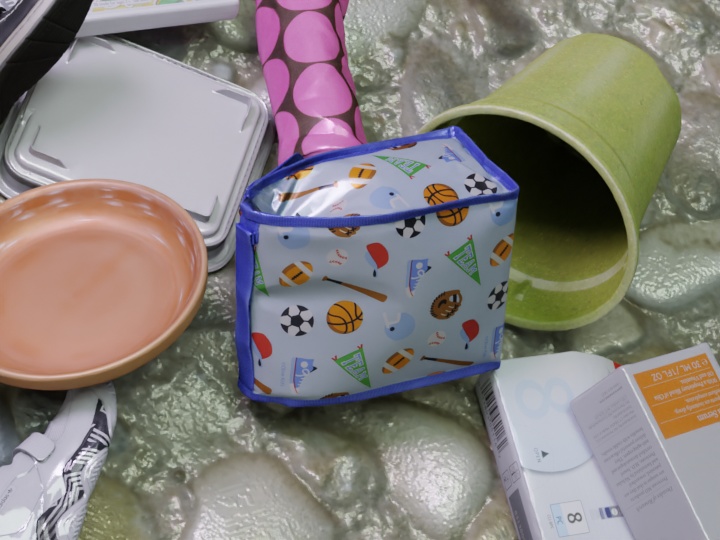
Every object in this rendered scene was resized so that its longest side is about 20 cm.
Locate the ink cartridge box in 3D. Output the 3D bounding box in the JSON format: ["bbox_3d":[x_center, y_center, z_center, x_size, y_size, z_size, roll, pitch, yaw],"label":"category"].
[{"bbox_3d":[0.202,0.139,1.722,0.199,0.047,0.160,-7,66,-20],"label":"ink cartridge box"}]

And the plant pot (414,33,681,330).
[{"bbox_3d":[0.158,-0.087,1.761,0.200,0.201,0.184,37,46,3],"label":"plant pot"}]

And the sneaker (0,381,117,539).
[{"bbox_3d":[-0.244,0.146,1.554,0.115,0.075,0.200,22,61,-9],"label":"sneaker"}]

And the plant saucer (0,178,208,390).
[{"bbox_3d":[-0.207,0.014,1.617,0.199,0.038,0.200,-4,45,4],"label":"plant saucer"}]

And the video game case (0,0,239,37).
[{"bbox_3d":[-0.218,-0.257,1.787,0.199,0.023,0.182,-10,52,-22],"label":"video game case"}]

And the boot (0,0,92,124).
[{"bbox_3d":[-0.305,-0.187,1.666,0.154,0.204,0.073,45,14,14],"label":"boot"}]

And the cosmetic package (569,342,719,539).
[{"bbox_3d":[0.250,0.164,1.675,0.101,0.071,0.200,-13,72,-40],"label":"cosmetic package"}]

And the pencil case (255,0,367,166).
[{"bbox_3d":[-0.034,-0.150,1.778,0.094,0.091,0.201,21,51,-44],"label":"pencil case"}]

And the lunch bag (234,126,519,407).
[{"bbox_3d":[0.000,0.000,1.646,0.200,0.170,0.124,-15,36,-23],"label":"lunch bag"}]

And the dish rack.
[{"bbox_3d":[-0.171,-0.103,1.732,0.200,0.044,0.172,21,59,-5],"label":"dish rack"}]
